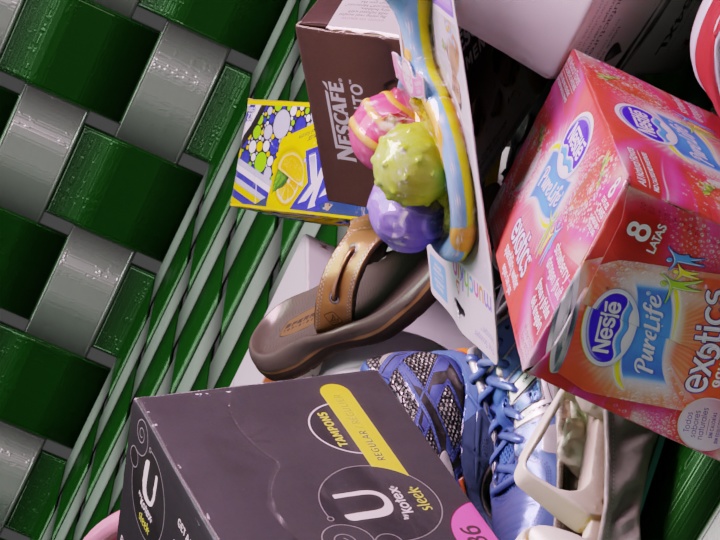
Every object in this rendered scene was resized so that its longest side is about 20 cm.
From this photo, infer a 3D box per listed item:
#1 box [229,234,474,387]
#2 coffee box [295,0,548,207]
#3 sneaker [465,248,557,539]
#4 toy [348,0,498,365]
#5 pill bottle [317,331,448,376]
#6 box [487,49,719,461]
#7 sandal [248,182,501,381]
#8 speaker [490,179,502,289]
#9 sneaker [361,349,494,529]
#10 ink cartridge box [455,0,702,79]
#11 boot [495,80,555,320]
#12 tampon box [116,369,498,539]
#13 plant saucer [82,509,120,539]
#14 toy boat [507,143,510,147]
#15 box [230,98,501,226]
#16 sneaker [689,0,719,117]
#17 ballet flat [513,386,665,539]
[{"bbox_3d":[-0.020,0.101,1.499,0.098,0.124,0.201,-94,29,-69],"label":"box"},{"bbox_3d":[0.049,-0.132,1.314,0.200,0.079,0.114,-55,-34,-44],"label":"coffee box"},{"bbox_3d":[0.083,0.067,1.173,0.076,0.077,0.201,-51,20,51],"label":"sneaker"},{"bbox_3d":[0.021,-0.064,1.148,0.115,0.047,0.201,-127,31,-69],"label":"toy"},{"bbox_3d":[0.001,0.136,1.327,0.120,0.119,0.201,126,164,-52],"label":"pill bottle"},{"bbox_3d":[0.124,-0.012,1.069,0.200,0.099,0.096,-93,28,-70],"label":"box"},{"bbox_3d":[0.000,0.000,1.338,0.199,0.055,0.082,-26,24,45],"label":"sandal"},{"bbox_3d":[0.052,-0.042,1.571,0.200,0.081,0.082,-116,50,-76],"label":"speaker"},{"bbox_3d":[0.028,0.128,1.222,0.075,0.078,0.201,125,151,-50],"label":"sneaker"},{"bbox_3d":[0.130,-0.177,1.224,0.200,0.084,0.147,-13,-48,-64],"label":"ink cartridge box"},{"bbox_3d":[0.121,-0.060,1.324,0.165,0.065,0.200,-58,8,32],"label":"boot"},{"bbox_3d":[-0.031,0.171,1.112,0.150,0.125,0.201,-127,39,-49],"label":"tampon box"},{"bbox_3d":[-0.083,0.222,1.441,0.051,0.200,0.201,-30,-23,-50],"label":"plant saucer"},{"bbox_3d":[0.089,-0.186,1.549,0.130,0.130,0.201,148,144,-72],"label":"toy boat"},{"bbox_3d":[0.001,-0.060,1.454,0.200,0.064,0.071,8,89,59],"label":"box"},{"bbox_3d":[0.200,-0.150,1.061,0.113,0.071,0.201,-81,9,-68],"label":"sneaker"},{"bbox_3d":[0.092,0.114,1.057,0.067,0.063,0.201,124,165,-46],"label":"ballet flat"}]
